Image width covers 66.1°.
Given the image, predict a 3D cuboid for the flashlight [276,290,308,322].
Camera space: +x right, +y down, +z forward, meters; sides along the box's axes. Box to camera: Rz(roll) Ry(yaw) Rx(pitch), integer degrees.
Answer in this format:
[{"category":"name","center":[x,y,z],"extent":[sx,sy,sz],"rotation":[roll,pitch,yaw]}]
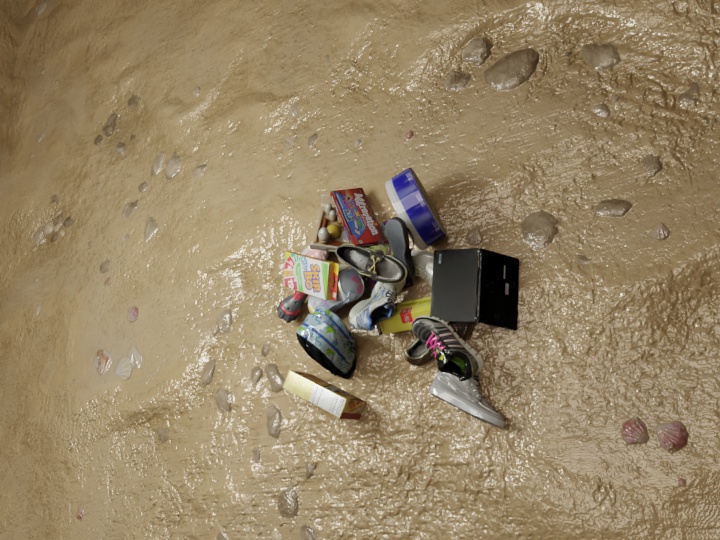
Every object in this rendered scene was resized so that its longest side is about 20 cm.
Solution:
[{"category":"flashlight","center":[-0.175,0.060,1.573],"extent":[0.067,0.068,0.202],"rotation":[30,125,-3]}]

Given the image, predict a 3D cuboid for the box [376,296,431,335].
[{"category":"box","center":[0.137,0.114,1.433],"extent":[0.195,0.075,0.051],"rotation":[-12,111,25]}]

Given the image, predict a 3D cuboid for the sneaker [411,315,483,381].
[{"category":"sneaker","center":[0.196,0.185,1.301],"extent":[0.198,0.087,0.075],"rotation":[39,125,11]}]

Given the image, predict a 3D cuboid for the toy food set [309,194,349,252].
[{"category":"toy food set","center":[-0.059,-0.133,1.562],"extent":[0.139,0.061,0.204],"rotation":[7,52,4]}]

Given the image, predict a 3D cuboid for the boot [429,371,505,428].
[{"category":"boot","center":[0.267,0.291,1.322],"extent":[0.196,0.074,0.097],"rotation":[24,78,24]}]

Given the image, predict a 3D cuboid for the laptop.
[{"category":"laptop","center":[0.283,0.047,1.363],"extent":[0.103,0.195,0.183],"rotation":[-20,61,62]}]

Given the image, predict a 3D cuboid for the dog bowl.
[{"category":"dog bowl","center":[0.145,-0.161,1.441],"extent":[0.077,0.200,0.204],"rotation":[-28,64,13]}]

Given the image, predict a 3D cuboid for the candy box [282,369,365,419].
[{"category":"candy box","center":[-0.097,0.332,1.474],"extent":[0.196,0.115,0.057],"rotation":[19,84,30]}]

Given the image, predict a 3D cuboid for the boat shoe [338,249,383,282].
[{"category":"boat shoe","center":[0.000,0.000,1.521],"extent":[0.199,0.074,0.074],"rotation":[-31,65,49]}]

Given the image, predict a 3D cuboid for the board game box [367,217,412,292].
[{"category":"board game box","center":[0.068,-0.032,1.544],"extent":[0.117,0.032,0.205],"rotation":[-20,67,18]}]

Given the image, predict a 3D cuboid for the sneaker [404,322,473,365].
[{"category":"sneaker","center":[0.196,0.176,1.388],"extent":[0.199,0.075,0.071],"rotation":[-39,61,13]}]

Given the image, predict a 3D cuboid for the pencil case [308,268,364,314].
[{"category":"pencil case","center":[-0.069,0.068,1.505],"extent":[0.199,0.082,0.092],"rotation":[-36,28,50]}]

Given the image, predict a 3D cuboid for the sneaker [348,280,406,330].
[{"category":"sneaker","center":[0.063,0.085,1.419],"extent":[0.084,0.078,0.200],"rotation":[15,54,47]}]

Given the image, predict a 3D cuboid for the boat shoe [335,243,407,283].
[{"category":"boat shoe","center":[0.024,-0.016,1.413],"extent":[0.197,0.060,0.074],"rotation":[20,96,26]}]

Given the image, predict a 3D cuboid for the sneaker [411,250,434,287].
[{"category":"sneaker","center":[0.185,0.009,1.425],"extent":[0.195,0.074,0.086],"rotation":[13,53,26]}]

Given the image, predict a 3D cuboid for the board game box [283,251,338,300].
[{"category":"board game box","center":[-0.134,0.013,1.474],"extent":[0.196,0.030,0.099],"rotation":[13,103,39]}]

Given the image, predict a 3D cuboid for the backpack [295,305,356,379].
[{"category":"backpack","center":[-0.092,0.185,1.466],"extent":[0.162,0.199,0.156],"rotation":[36,91,31]}]

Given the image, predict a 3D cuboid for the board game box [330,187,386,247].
[{"category":"board game box","center":[-0.008,-0.150,1.548],"extent":[0.020,0.100,0.203],"rotation":[112,143,-50]}]

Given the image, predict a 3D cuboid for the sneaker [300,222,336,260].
[{"category":"sneaker","center":[-0.112,-0.038,1.619],"extent":[0.200,0.075,0.105],"rotation":[-45,76,0]}]

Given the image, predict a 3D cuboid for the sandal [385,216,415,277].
[{"category":"sandal","center":[0.106,-0.065,1.380],"extent":[0.043,0.202,0.076],"rotation":[-38,55,-17]}]
